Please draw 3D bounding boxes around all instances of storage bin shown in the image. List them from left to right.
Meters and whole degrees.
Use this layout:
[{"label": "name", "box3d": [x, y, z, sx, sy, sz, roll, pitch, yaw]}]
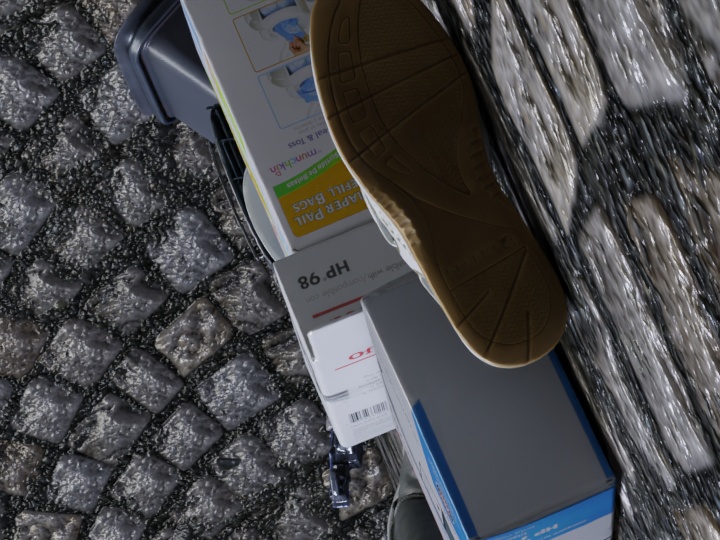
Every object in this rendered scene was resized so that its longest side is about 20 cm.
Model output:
[{"label": "storage bin", "box3d": [-0.087, -0.160, 1.768, 0.134, 0.146, 0.200, 39, 170, 11]}]

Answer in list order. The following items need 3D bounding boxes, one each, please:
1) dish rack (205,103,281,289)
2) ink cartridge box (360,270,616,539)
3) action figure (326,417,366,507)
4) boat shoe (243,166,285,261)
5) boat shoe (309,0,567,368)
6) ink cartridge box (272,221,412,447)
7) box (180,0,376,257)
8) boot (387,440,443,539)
[{"label": "dish rack", "box3d": [-0.042, -0.053, 1.573, 0.200, 0.055, 0.154, -13, -103, -59]}, {"label": "ink cartridge box", "box3d": [0.072, 0.094, 1.210, 0.200, 0.086, 0.147, 79, 168, -67]}, {"label": "action figure", "box3d": [0.016, 0.122, 2.142, 0.193, 0.104, 0.200, 63, -152, -69]}, {"label": "boat shoe", "box3d": [0.000, 0.000, 1.426, 0.200, 0.071, 0.064, 46, 178, -7]}, {"label": "boat shoe", "box3d": [0.031, -0.043, 1.062, 0.069, 0.071, 0.200, 112, 134, -83]}, {"label": "ink cartridge box", "box3d": [0.021, 0.023, 1.284, 0.200, 0.116, 0.067, 77, 171, -67]}, {"label": "box", "box3d": [-0.025, -0.094, 1.336, 0.113, 0.101, 0.200, 77, 170, -69]}, {"label": "boot", "box3d": [0.048, 0.171, 1.443, 0.200, 0.072, 0.182, -73, -10, -64]}]
